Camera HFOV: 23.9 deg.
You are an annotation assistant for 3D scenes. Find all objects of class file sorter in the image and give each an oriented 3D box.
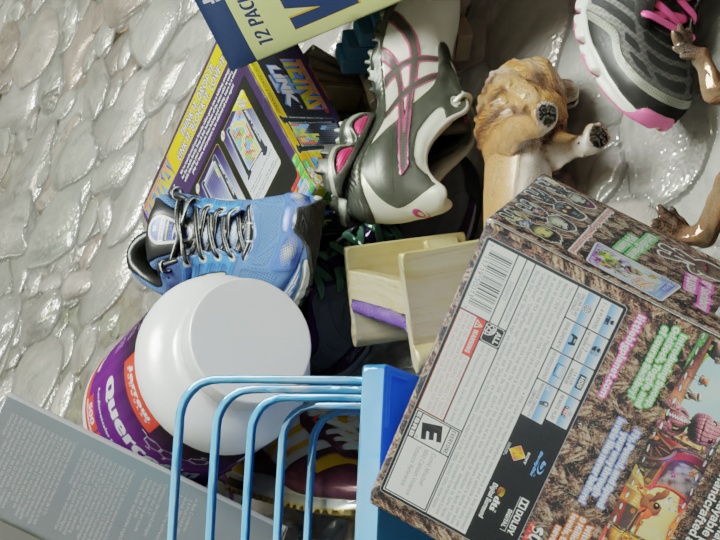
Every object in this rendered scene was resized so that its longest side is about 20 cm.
[{"bbox_3d":[-0.010,0.133,0.942,0.122,0.200,0.140,-1,80,20],"label":"file sorter"}]

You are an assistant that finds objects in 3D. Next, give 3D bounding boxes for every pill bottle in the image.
[{"bbox_3d":[-0.102,0.072,1.079,0.200,0.112,0.113,140,141,-61],"label":"pill bottle"}]

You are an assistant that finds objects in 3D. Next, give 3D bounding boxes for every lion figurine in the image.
[{"bbox_3d":[0.101,-0.039,1.054,0.122,0.072,0.201,176,107,-69],"label":"lion figurine"}]

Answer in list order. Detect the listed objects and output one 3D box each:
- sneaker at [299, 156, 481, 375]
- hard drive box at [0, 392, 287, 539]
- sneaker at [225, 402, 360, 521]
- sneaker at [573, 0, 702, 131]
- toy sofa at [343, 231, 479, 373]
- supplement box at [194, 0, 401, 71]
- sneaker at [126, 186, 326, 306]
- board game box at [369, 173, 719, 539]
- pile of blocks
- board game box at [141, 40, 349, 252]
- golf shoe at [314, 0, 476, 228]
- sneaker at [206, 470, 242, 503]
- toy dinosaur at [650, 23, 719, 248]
[{"bbox_3d":[0.000,0.000,1.140,0.200,0.087,0.075,-53,54,23],"label":"sneaker"},{"bbox_3d":[-0.171,0.172,1.105,0.156,0.199,0.077,-36,29,60],"label":"hard drive box"},{"bbox_3d":[-0.022,0.116,1.126,0.199,0.075,0.091,1,77,52],"label":"sneaker"},{"bbox_3d":[0.182,-0.179,1.019,0.087,0.073,0.201,-35,41,46],"label":"sneaker"},{"bbox_3d":[0.049,0.030,0.988,0.200,0.082,0.098,-169,72,-80],"label":"toy sofa"},{"bbox_3d":[-0.009,-0.260,1.150,0.199,0.135,0.200,-20,21,21],"label":"supplement box"},{"bbox_3d":[-0.094,-0.012,1.120,0.200,0.089,0.079,-19,56,54],"label":"sneaker"},{"bbox_3d":[0.131,0.075,0.800,0.199,0.097,0.160,28,115,13],"label":"board game box"},{"bbox_3d":[0.005,-0.132,1.223,0.200,0.082,0.062,-46,39,26],"label":"pile of blocks"},{"bbox_3d":[-0.079,-0.053,1.235,0.200,0.056,0.166,-58,47,41],"label":"board game box"},{"bbox_3d":[0.043,-0.111,1.120,0.088,0.077,0.201,6,60,25],"label":"golf shoe"},{"bbox_3d":[-0.155,0.202,1.252,0.099,0.075,0.201,22,89,54],"label":"sneaker"},{"bbox_3d":[0.231,-0.067,0.882,0.135,0.086,0.201,-6,68,50],"label":"toy dinosaur"}]
